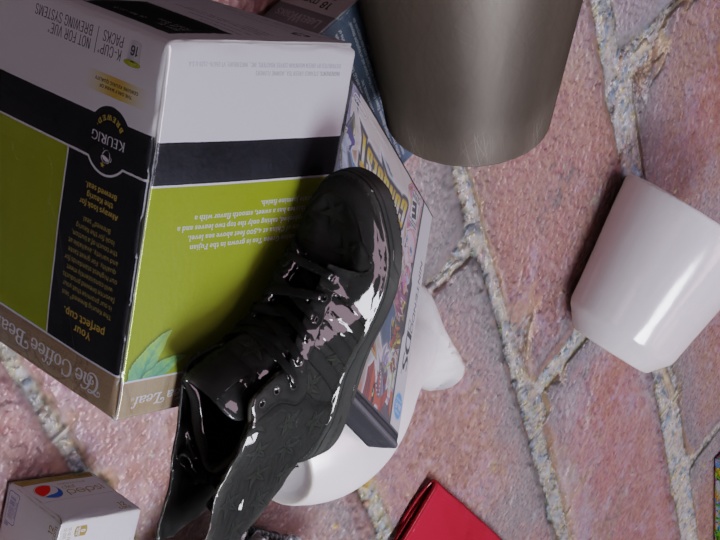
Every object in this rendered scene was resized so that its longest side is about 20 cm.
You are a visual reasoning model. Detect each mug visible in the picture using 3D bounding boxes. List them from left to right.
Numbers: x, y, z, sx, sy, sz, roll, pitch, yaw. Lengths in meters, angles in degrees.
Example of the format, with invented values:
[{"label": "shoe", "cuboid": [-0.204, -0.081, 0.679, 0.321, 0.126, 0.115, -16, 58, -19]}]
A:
[{"label": "mug", "cuboid": [0.290, 0.018, 1.321, 0.186, 0.149, 0.154, 27, 96, -45]}]

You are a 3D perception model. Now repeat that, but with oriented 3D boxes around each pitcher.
[{"label": "pitcher", "cuboid": [-0.016, 0.065, 1.030, 0.200, 0.121, 0.172, -39, 117, -44]}]

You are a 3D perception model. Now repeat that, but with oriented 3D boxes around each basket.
[{"label": "basket", "cuboid": [0.068, -0.178, 0.863, 0.179, 0.136, 0.201, -3, 130, -2]}]

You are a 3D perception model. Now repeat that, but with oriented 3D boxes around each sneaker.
[{"label": "sneaker", "cuboid": [-0.044, 0.047, 0.700, 0.104, 0.060, 0.201, -12, 123, -51]}]

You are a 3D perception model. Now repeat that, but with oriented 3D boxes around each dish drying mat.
[{"label": "dish drying mat", "cuboid": [0.091, 0.269, 1.323, 0.077, 0.018, 0.200, -57, 140, -11]}]

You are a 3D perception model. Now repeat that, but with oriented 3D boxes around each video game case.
[{"label": "video game case", "cuboid": [0.000, 0.000, 0.900, 0.200, 0.025, 0.182, 54, 42, -59]}]

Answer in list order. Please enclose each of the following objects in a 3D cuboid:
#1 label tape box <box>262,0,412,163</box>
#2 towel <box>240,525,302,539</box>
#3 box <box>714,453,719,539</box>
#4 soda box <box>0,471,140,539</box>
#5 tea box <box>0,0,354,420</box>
[{"label": "label tape box", "cuboid": [-0.020, -0.120, 0.952, 0.200, 0.063, 0.145, -45, 138, -23]}, {"label": "towel", "cuboid": [-0.102, 0.281, 1.027, 0.201, 0.085, 0.166, -57, 159, -8]}, {"label": "box", "cuboid": [0.564, 0.314, 1.736, 0.122, 0.200, 0.193, -37, 134, -30]}, {"label": "soda box", "cuboid": [-0.211, 0.241, 0.928, 0.068, 0.064, 0.201, -1, 111, -48]}, {"label": "tea box", "cuboid": [-0.131, -0.054, 0.754, 0.133, 0.200, 0.198, -7, 116, -47]}]
